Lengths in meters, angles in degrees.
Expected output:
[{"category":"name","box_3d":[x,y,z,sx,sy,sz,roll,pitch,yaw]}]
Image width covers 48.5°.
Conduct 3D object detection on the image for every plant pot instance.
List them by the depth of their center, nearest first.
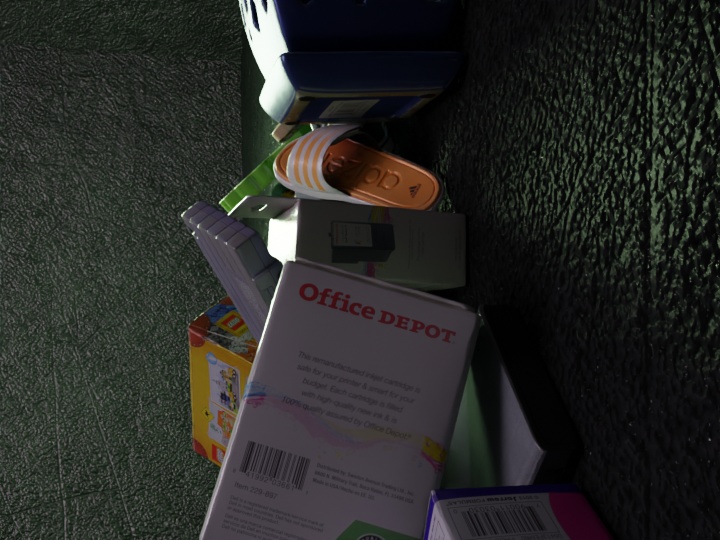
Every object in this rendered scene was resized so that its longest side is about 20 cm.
[{"category":"plant pot","box_3d":[-0.012,-0.244,0.780,0.200,0.198,0.182,174,91,-76]}]

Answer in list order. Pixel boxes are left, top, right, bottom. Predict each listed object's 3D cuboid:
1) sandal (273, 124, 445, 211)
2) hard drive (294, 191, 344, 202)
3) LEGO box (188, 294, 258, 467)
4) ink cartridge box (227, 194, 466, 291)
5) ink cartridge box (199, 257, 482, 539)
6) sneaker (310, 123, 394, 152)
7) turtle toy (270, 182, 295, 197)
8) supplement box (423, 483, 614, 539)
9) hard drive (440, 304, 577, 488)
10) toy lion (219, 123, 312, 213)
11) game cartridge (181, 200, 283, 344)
[{"category":"sandal","box_3d":[-0.008,-0.110,0.798,0.080,0.205,0.059,-59,-35,-18]},{"category":"hard drive","box_3d":[0.000,0.000,0.840,0.042,0.134,0.202,-40,49,45]},{"category":"LEGO box","box_3d":[-0.119,0.152,0.926,0.077,0.148,0.202,-39,-35,-45]},{"category":"ink cartridge box","box_3d":[-0.017,-0.019,0.725,0.117,0.198,0.068,164,109,-71]},{"category":"ink cartridge box","box_3d":[-0.011,0.109,0.566,0.088,0.144,0.202,92,-167,-80]},{"category":"sneaker","box_3d":[-0.013,-0.170,0.954,0.078,0.079,0.200,-43,16,1]},{"category":"turtle toy","box_3d":[-0.057,-0.083,1.097,0.199,0.100,0.147,-17,79,51]},{"category":"supplement box","box_3d":[0.104,0.217,0.419,0.200,0.100,0.104,-117,31,-65]},{"category":"hard drive","box_3d":[0.097,0.148,0.605,0.140,0.033,0.202,-105,21,-51]},{"category":"toy lion","box_3d":[-0.109,-0.158,1.113,0.191,0.069,0.200,-36,12,36]},{"category":"game cartridge","box_3d":[-0.083,0.035,0.731,0.129,0.038,0.201,22,145,51]}]
